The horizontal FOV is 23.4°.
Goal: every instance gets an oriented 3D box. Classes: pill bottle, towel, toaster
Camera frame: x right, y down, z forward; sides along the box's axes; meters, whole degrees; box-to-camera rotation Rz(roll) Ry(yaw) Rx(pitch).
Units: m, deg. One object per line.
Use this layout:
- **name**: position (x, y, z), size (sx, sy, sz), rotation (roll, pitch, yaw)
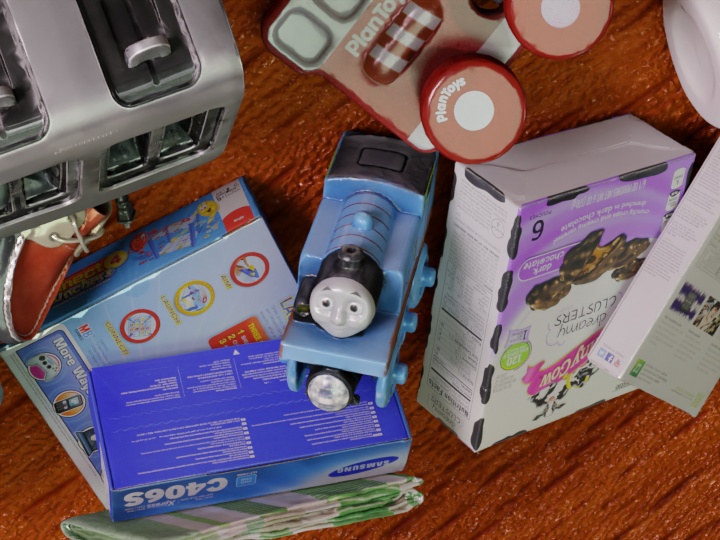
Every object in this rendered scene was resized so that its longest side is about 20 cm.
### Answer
- **pill bottle**: position (0.313, -0.176, 1.161), size (0.198, 0.110, 0.110), rotation (-20, 127, -6)
- **towel**: position (-0.077, 0.160, 1.149), size (0.199, 0.152, 0.024), rotation (-10, 96, -33)
- **toaster**: position (-0.169, -0.103, 0.938), size (0.179, 0.200, 0.120), rotation (-20, 83, -13)

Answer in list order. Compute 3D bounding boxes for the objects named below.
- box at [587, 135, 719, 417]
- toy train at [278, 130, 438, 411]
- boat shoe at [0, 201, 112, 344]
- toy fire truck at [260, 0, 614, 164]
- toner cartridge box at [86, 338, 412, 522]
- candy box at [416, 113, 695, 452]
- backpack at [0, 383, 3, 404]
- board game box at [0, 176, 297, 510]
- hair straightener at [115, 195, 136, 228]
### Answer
- **box**: position (0.253, 0.000, 1.245), size (0.144, 0.036, 0.201), rotation (26, 97, -54)
- **toy train**: position (0.000, 0.000, 1.121), size (0.086, 0.201, 0.115), rotation (9, 127, 8)
- **boat shoe**: position (-0.180, -0.048, 1.053), size (0.071, 0.062, 0.202), rotation (27, 80, -69)
- **toy fire truck**: position (0.054, -0.176, 1.083), size (0.167, 0.112, 0.200), rotation (35, 106, -14)
- **toner cartridge box**: position (-0.074, 0.099, 1.143), size (0.198, 0.096, 0.043), rotation (-8, 145, -13)
- **candy box**: position (0.135, 0.008, 1.213), size (0.167, 0.071, 0.202), rotation (-17, 130, -34)
- **backpack**: position (-0.299, 0.064, 1.052), size (0.126, 0.167, 0.201), rotation (15, 140, 23)
- **board game box**: position (-0.122, 0.065, 1.203), size (0.195, 0.056, 0.201), rotation (-27, 127, -1)
- **hair straightener**: position (-0.176, -0.043, 1.121), size (0.200, 0.041, 0.077), rotation (-41, 126, 7)
